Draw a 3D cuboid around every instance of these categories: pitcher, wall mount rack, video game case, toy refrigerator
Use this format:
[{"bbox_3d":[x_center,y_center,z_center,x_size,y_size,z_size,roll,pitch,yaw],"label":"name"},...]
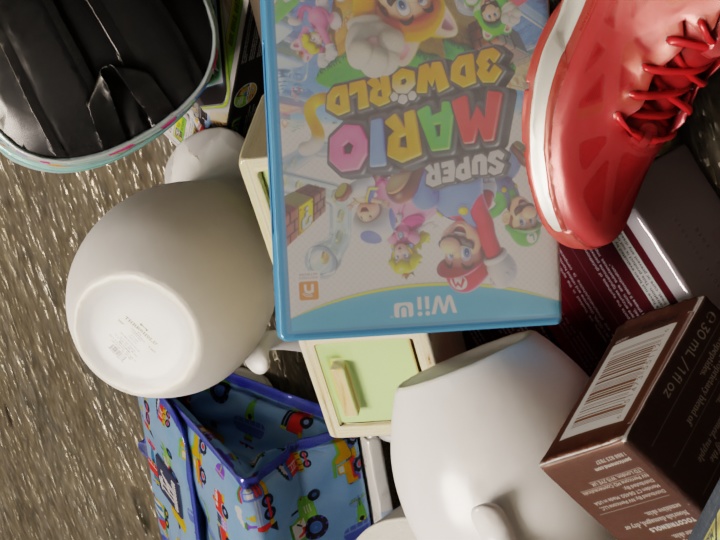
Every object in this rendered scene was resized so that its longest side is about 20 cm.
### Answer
[{"bbox_3d":[0.087,0.141,0.924,0.121,0.172,0.200,-22,91,17],"label":"pitcher"},{"bbox_3d":[0.044,0.141,1.146,0.174,0.075,0.200,-126,23,-65],"label":"wall mount rack"},{"bbox_3d":[0.025,-0.069,0.889,0.018,0.143,0.200,-156,63,-80],"label":"video game case"},{"bbox_3d":[0.000,0.000,0.986,0.076,0.070,0.200,-4,129,16],"label":"toy refrigerator"},{"bbox_3d":[-0.086,0.013,1.137,0.172,0.200,0.121,40,119,-4],"label":"pitcher"}]

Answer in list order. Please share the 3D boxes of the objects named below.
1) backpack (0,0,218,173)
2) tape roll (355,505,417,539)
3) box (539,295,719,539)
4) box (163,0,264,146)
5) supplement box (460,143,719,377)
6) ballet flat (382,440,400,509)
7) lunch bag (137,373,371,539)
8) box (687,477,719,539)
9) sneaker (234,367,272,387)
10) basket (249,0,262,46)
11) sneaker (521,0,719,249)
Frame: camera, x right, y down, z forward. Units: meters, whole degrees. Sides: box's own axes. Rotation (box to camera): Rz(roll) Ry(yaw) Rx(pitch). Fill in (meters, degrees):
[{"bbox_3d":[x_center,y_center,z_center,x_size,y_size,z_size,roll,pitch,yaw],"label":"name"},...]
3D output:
[{"bbox_3d":[-0.189,-0.162,1.137,0.200,0.178,0.151,58,168,0],"label":"backpack"},{"bbox_3d":[0.072,0.231,1.093,0.203,0.037,0.203,25,129,35],"label":"tape roll"},{"bbox_3d":[0.195,0.119,0.895,0.200,0.100,0.075,43,147,-14],"label":"box"},{"bbox_3d":[-0.104,-0.167,1.204,0.110,0.035,0.200,43,141,26],"label":"box"},{"bbox_3d":[0.134,0.025,1.004,0.109,0.061,0.200,58,144,6],"label":"supplement box"},{"bbox_3d":[0.008,0.156,1.266,0.067,0.046,0.200,21,128,45],"label":"ballet flat"},{"bbox_3d":[-0.086,0.145,1.206,0.200,0.094,0.151,26,133,48],"label":"lunch bag"},{"bbox_3d":[0.259,0.098,0.782,0.051,0.200,0.158,-98,17,-44],"label":"box"},{"bbox_3d":[-0.070,0.150,1.325,0.200,0.074,0.116,35,144,58],"label":"sneaker"},{"bbox_3d":[0.006,-0.145,0.998,0.180,0.136,0.200,35,142,50],"label":"basket"},{"bbox_3d":[0.148,-0.101,0.849,0.115,0.078,0.200,16,104,42],"label":"sneaker"}]
